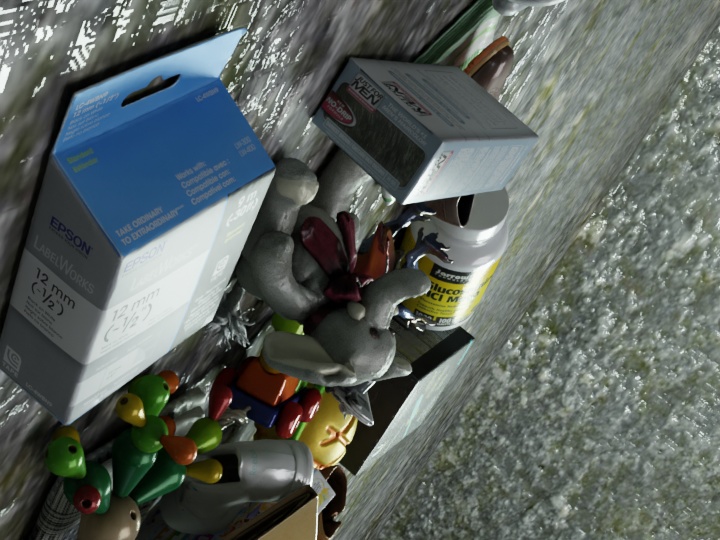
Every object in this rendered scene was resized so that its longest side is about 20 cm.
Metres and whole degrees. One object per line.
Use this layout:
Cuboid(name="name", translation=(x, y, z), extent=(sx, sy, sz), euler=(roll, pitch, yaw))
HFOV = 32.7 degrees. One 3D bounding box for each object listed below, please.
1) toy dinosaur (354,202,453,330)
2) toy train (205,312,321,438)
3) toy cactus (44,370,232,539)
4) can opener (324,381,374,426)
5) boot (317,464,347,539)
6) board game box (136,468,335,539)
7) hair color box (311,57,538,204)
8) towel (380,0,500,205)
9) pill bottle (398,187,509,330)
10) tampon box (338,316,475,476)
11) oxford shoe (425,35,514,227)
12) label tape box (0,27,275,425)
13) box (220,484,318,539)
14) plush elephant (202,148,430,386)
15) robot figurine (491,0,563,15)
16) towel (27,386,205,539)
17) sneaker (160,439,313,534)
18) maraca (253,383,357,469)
Cuboid(name="toy dinosaur", translation=(0.000, 0.000, 1.165), extent=(0.181, 0.106, 0.199), euler=(-39, 153, 27))
Cuboid(name="toy train", translation=(-0.078, 0.082, 1.091), extent=(0.117, 0.084, 0.200), euler=(-66, 170, 9))
Cuboid(name="toy cactus", translation=(-0.167, 0.159, 0.918), extent=(0.167, 0.101, 0.200), euler=(-68, 165, 10))
Cuboid(name="can opener", translation=(-0.007, 0.093, 1.231), extent=(0.066, 0.053, 0.200), euler=(-44, -162, 7))
Cuboid(name="boot", translation=(-0.093, 0.279, 1.194), extent=(0.154, 0.077, 0.201), euler=(-15, -146, 26))
Cuboid(name="board game box", translation=(-0.129, 0.235, 1.168), extent=(0.135, 0.034, 0.199), euler=(-47, -155, -27))
Cuboid(name="hair color box", translation=(0.057, -0.112, 0.971), extent=(0.061, 0.099, 0.199), euler=(-54, 161, 22))
Cuboid(name="towel", translation=(0.076, -0.159, 1.133), extent=(0.153, 0.023, 0.201), euler=(-46, 166, -27))
Cuboid(name="pill bottle", translation=(0.102, -0.026, 1.382), extent=(0.112, 0.112, 0.201), euler=(-45, 165, -30))
Cuboid(name="tampon box", translation=(0.022, 0.122, 1.463), extent=(0.151, 0.126, 0.200), euler=(-58, 165, 23))
Cuboid(name="oxford shoe", translation=(0.107, -0.124, 1.123), extent=(0.071, 0.073, 0.201), euler=(-38, 160, -40))
Cuboid(name="label tape box", translation=(-0.119, -0.026, 0.698), extent=(0.143, 0.066, 0.201), euler=(-37, 162, -50))
Cuboid(name="box", translation=(-0.103, 0.288, 1.041), extent=(0.163, 0.021, 0.202), euler=(-31, 143, -31))
Cuboid(name="plush elephant", translation=(-0.019, 0.019, 0.965), extent=(0.201, 0.154, 0.164), euler=(-57, 167, 16))
Cuboid(name="robot figurine", translation=(0.149, -0.264, 0.903), extent=(0.200, 0.113, 0.170), euler=(-38, 166, -48))
Cuboid(name="towel", translation=(-0.214, 0.203, 1.043), extent=(0.200, 0.034, 0.194), euler=(-33, 157, -58))
Cuboid(name="sneaker", translation=(-0.133, 0.182, 1.075), extent=(0.088, 0.076, 0.199), euler=(14, 151, -39))
Cuboid(name="maraca", translation=(-0.068, 0.182, 1.328), extent=(0.202, 0.106, 0.137), euler=(-64, 171, 18))
